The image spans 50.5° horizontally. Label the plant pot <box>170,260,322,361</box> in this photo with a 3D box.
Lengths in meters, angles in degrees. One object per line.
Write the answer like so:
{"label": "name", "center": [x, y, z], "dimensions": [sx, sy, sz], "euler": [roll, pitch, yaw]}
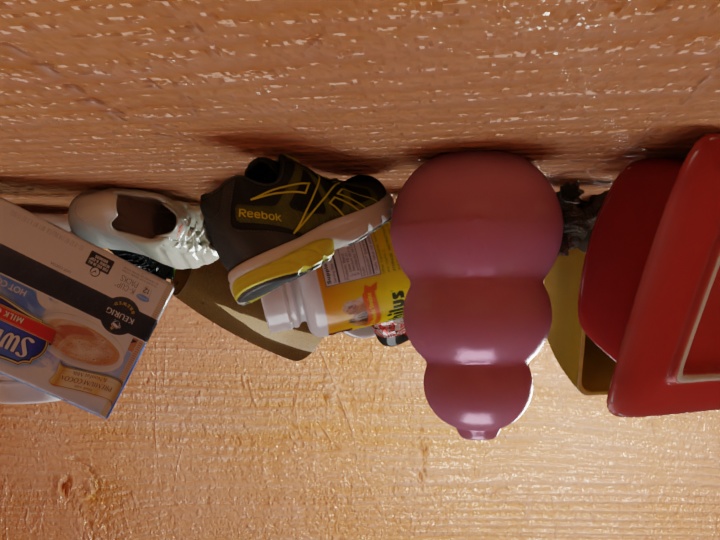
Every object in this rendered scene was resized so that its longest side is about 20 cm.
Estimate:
{"label": "plant pot", "center": [-0.158, 0.015, 1.085], "dimensions": [0.199, 0.188, 0.186], "euler": [19, 169, -29]}

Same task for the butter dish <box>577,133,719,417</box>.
{"label": "butter dish", "center": [0.236, -0.008, 0.575], "dimensions": [0.199, 0.201, 0.148], "euler": [2, -160, -31]}

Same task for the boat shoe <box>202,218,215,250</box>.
{"label": "boat shoe", "center": [-0.108, -0.038, 0.673], "dimensions": [0.064, 0.071, 0.200], "euler": [39, 169, -15]}

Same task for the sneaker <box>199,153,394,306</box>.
{"label": "sneaker", "center": [-0.038, -0.049, 0.545], "dimensions": [0.074, 0.085, 0.200], "euler": [-24, -172, 28]}

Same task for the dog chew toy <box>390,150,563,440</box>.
{"label": "dog chew toy", "center": [0.084, 0.019, 0.552], "dimensions": [0.124, 0.202, 0.125], "euler": [-1, 178, 0]}

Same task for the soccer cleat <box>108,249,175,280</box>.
{"label": "soccer cleat", "center": [-0.265, -0.023, 0.941], "dimensions": [0.067, 0.082, 0.200], "euler": [-1, 178, 6]}

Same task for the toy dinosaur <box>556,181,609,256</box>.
{"label": "toy dinosaur", "center": [0.144, -0.040, 0.679], "dimensions": [0.198, 0.078, 0.102], "euler": [-4, 170, 10]}

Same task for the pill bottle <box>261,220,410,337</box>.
{"label": "pill bottle", "center": [0.000, 0.000, 0.748], "dimensions": [0.199, 0.110, 0.109], "euler": [-13, 179, -6]}

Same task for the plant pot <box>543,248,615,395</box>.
{"label": "plant pot", "center": [0.309, 0.017, 0.877], "dimensions": [0.198, 0.202, 0.176], "euler": [0, -171, -10]}

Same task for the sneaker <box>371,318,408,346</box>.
{"label": "sneaker", "center": [0.097, 0.019, 1.076], "dimensions": [0.201, 0.108, 0.067], "euler": [-30, -138, -7]}

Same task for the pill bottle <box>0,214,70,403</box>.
{"label": "pill bottle", "center": [-0.363, 0.042, 0.849], "dimensions": [0.108, 0.202, 0.109], "euler": [-1, 178, 0]}

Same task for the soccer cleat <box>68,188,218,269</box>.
{"label": "soccer cleat", "center": [-0.187, -0.040, 0.746], "dimensions": [0.077, 0.070, 0.199], "euler": [-6, 172, 35]}

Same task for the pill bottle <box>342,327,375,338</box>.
{"label": "pill bottle", "center": [-0.023, 0.017, 1.189], "dimensions": [0.119, 0.121, 0.200], "euler": [0, -164, -21]}

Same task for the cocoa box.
{"label": "cocoa box", "center": [-0.293, 0.029, 0.688], "dimensions": [0.199, 0.132, 0.133], "euler": [30, 167, -19]}
